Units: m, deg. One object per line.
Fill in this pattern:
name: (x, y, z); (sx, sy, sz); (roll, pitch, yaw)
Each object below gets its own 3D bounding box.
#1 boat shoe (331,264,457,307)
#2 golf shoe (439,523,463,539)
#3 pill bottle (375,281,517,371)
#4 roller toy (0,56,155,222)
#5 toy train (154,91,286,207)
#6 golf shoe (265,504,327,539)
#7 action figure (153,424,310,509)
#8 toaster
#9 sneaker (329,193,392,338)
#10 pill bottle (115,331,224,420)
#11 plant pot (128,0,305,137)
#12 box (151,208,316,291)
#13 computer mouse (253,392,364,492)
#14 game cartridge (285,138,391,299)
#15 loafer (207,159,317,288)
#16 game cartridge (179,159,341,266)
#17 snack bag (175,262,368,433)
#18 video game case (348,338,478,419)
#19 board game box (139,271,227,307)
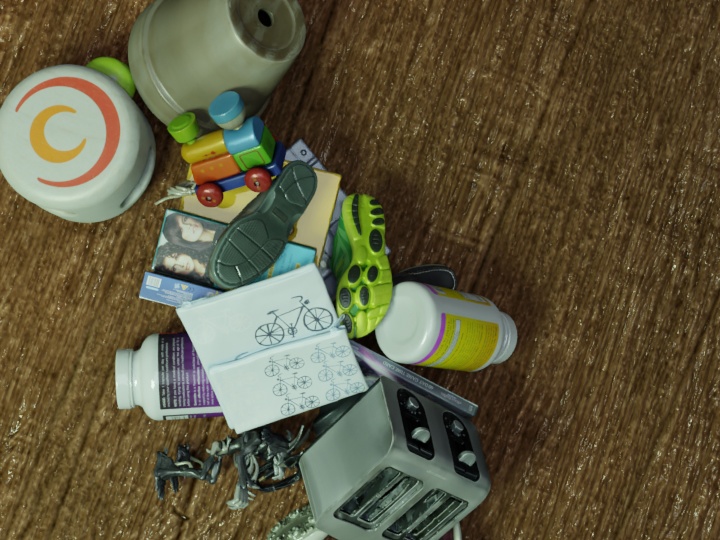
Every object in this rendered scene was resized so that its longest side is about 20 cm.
boat shoe: (0.047, 0.041, 1.428); (0.198, 0.065, 0.073); (-14, 95, -18)
golf shoe: (0.099, 0.308, 1.430); (0.077, 0.088, 0.202); (-20, 92, -15)
pill bottle: (0.119, 0.078, 1.391); (0.199, 0.104, 0.105); (12, 87, -44)
roller toy: (-0.360, -0.156, 1.348); (0.198, 0.140, 0.184); (-19, 83, -1)
toy train: (-0.203, -0.144, 1.313); (0.198, 0.085, 0.116); (-14, 131, 21)
golf shoe: (-0.095, 0.391, 1.411); (0.200, 0.078, 0.097); (-39, 102, 11)
action figure: (-0.160, 0.257, 1.378); (0.198, 0.119, 0.103); (-12, 79, 8)
toaster: (0.034, 0.251, 1.313); (0.180, 0.119, 0.200); (31, 115, -33)
sneaker: (0.000, 0.000, 1.370); (0.073, 0.084, 0.202); (8, 61, -10)
pill bottle: (-0.214, 0.135, 1.379); (0.198, 0.112, 0.114); (-2, 90, -8)
plant pot: (-0.161, -0.283, 1.321); (0.199, 0.173, 0.202); (13, 69, -37)
box: (-0.161, -0.015, 1.365); (0.198, 0.049, 0.083); (15, 92, -2)
computer mouse: (-0.063, 0.233, 1.436); (0.200, 0.034, 0.059); (-41, 97, -3)
game cartridge: (-0.068, -0.061, 1.441); (0.129, 0.038, 0.200); (-40, 95, -10)
loafer: (-0.126, -0.053, 1.321); (0.072, 0.063, 0.200); (47, 62, -20)
game cartridge: (-0.140, -0.066, 1.403); (0.198, 0.032, 0.178); (15, 93, -1)
snack bag: (-0.104, 0.096, 1.295); (0.187, 0.021, 0.201); (-17, 119, 4)
video game case: (0.043, 0.151, 1.399); (0.199, 0.143, 0.019); (29, 69, -6)
board game box: (-0.182, 0.043, 1.373); (0.198, 0.135, 0.035); (15, 88, -7)
